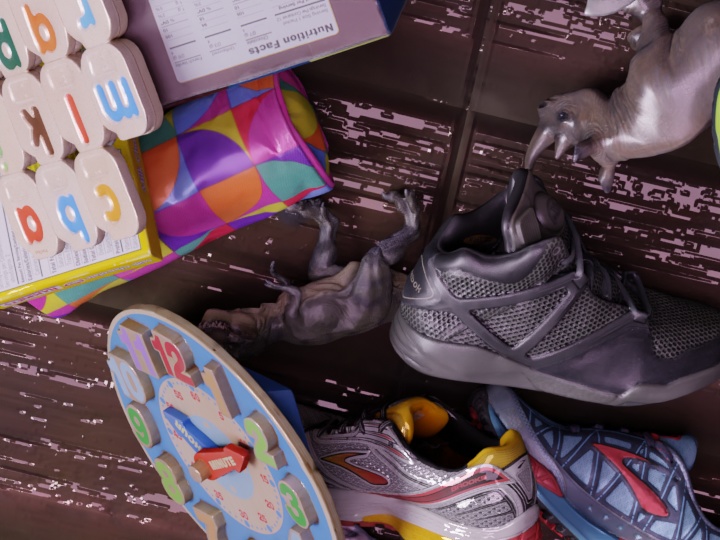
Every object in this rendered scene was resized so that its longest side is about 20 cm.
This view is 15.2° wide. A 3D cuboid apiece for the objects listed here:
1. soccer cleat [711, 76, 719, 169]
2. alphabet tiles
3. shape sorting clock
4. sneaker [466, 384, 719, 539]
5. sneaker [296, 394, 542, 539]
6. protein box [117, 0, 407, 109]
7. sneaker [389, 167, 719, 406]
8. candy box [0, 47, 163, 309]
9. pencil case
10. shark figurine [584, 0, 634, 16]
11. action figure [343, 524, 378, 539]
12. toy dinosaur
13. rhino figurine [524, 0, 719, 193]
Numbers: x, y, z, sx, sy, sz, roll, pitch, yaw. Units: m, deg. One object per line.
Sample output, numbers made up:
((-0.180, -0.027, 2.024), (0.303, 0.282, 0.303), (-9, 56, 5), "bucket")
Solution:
((0.234, -0.058, 1.460), (0.067, 0.081, 0.200), (-24, 134, 12), "soccer cleat")
((-0.175, -0.104, 1.405), (0.200, 0.015, 0.196), (-12, 102, 52), "alphabet tiles")
((-0.079, 0.106, 1.525), (0.039, 0.200, 0.200), (-32, 104, -27), "shape sorting clock")
((0.150, 0.122, 1.570), (0.200, 0.079, 0.096), (42, 85, -9), "sneaker")
((0.017, 0.101, 1.535), (0.200, 0.078, 0.082), (14, 119, 29), "sneaker")
((-0.068, -0.215, 1.413), (0.135, 0.199, 0.200), (-16, 104, 10), "protein box")
((0.124, 0.010, 1.504), (0.199, 0.076, 0.114), (9, 125, -11), "sneaker")
((-0.177, -0.087, 1.499), (0.102, 0.026, 0.200), (-17, 75, 16), "candy box")
((-0.113, -0.045, 1.530), (0.200, 0.088, 0.089), (-24, 103, 13), "pencil case")
((0.122, -0.172, 1.406), (0.214, 0.128, 0.090), (18, 77, 26), "shark figurine")
((0.027, 0.224, 1.567), (0.200, 0.134, 0.149), (-39, 103, 14), "action figure")
((0.000, 0.000, 1.548), (0.200, 0.047, 0.088), (-7, 91, -10), "toy dinosaur")
((0.172, -0.109, 1.477), (0.200, 0.060, 0.088), (-33, 57, 14), "rhino figurine")
